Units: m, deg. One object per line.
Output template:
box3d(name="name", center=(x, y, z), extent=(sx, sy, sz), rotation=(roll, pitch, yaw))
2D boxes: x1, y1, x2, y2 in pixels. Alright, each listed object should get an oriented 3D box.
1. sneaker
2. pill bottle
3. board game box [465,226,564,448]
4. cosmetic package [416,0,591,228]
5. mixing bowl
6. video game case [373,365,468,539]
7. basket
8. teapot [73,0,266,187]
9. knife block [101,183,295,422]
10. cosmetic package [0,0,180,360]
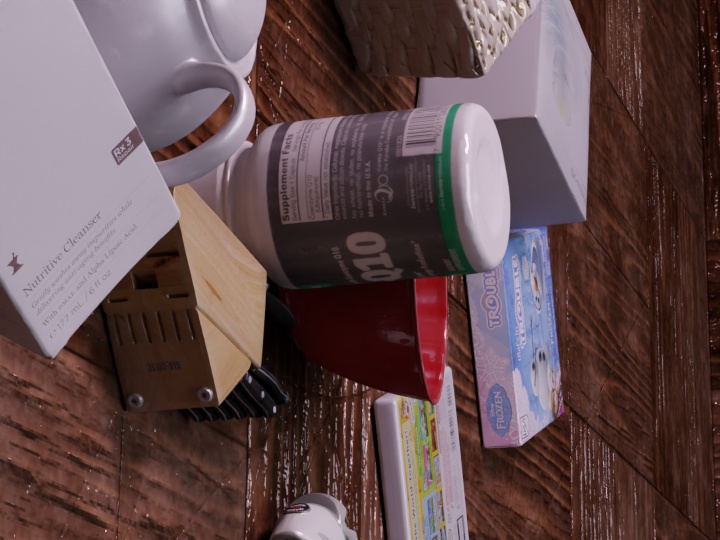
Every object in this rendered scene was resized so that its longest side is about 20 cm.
box3d(name="sneaker", center=(-0.030, 0.263, 1.523), extent=(0.089, 0.074, 0.200), rotation=(-24, 98, -71))
box3d(name="pill bottle", center=(-0.009, -0.047, 1.449), extent=(0.113, 0.200, 0.113), rotation=(-5, 90, -72))
box3d(name="board game box", center=(0.157, 0.063, 2.189), extent=(0.199, 0.043, 0.200), rotation=(-19, 104, -70))
box3d(name="cosmetic package", center=(0.142, -0.173, 2.077), extent=(0.199, 0.123, 0.200), rotation=(55, 36, -57))
box3d(name="mixing bowl", center=(0.000, 0.000, 1.591), extent=(0.200, 0.108, 0.200), rotation=(-2, 90, -82))
box3d(name="video game case", center=(0.056, 0.194, 1.877), extent=(0.182, 0.023, 0.200), rotation=(-21, 106, -72))
box3d(name="basket", center=(0.050, -0.263, 1.771), extent=(0.123, 0.136, 0.200), rotation=(-62, 144, -38))
box3d(name="teapot", center=(-0.115, -0.156, 1.217), extent=(0.197, 0.146, 0.200), rotation=(-41, 122, -72))
box3d(name="knife block", center=(-0.100, 0.010, 1.377), extent=(0.176, 0.064, 0.200), rotation=(-56, 137, -64))
box3d(name="cosmetic package", center=(-0.180, -0.067, 1.061), extent=(0.113, 0.081, 0.200), rotation=(-50, 142, -22))
